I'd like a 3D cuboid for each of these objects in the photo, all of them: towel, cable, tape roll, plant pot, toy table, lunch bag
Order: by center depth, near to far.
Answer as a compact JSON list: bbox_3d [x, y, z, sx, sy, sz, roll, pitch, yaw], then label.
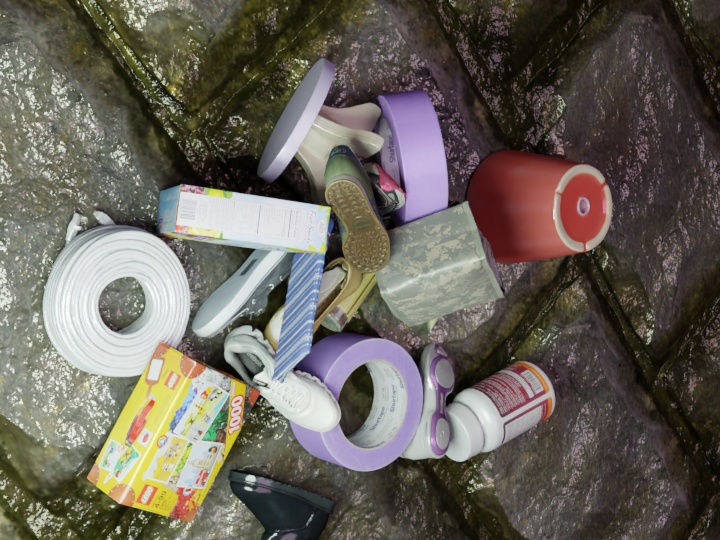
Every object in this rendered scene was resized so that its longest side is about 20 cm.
[{"bbox_3d":[-0.314,0.041,1.452,0.200,0.069,0.201,29,76,-35],"label":"cable"},{"bbox_3d":[-0.075,0.041,1.500,0.024,0.145,0.201,16,63,-15],"label":"towel"},{"bbox_3d":[-0.052,-0.189,1.579,0.117,0.184,0.201,32,79,-18],"label":"toy table"},{"bbox_3d":[0.073,-0.165,1.644,0.065,0.200,0.201,-11,101,-8],"label":"tape roll"},{"bbox_3d":[0.118,0.004,1.646,0.200,0.163,0.118,56,17,-60],"label":"lunch bag"},{"bbox_3d":[-0.006,0.198,1.687,0.199,0.085,0.201,-4,96,-36],"label":"tape roll"},{"bbox_3d":[0.306,-0.105,1.842,0.200,0.177,0.201,-3,94,-37],"label":"plant pot"}]

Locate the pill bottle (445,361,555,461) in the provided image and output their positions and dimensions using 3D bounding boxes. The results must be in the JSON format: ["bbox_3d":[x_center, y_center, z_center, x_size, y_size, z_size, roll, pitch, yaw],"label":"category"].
[{"bbox_3d":[0.221,0.235,1.843,0.200,0.109,0.110,-22,106,-34],"label":"pill bottle"}]

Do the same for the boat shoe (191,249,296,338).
[{"bbox_3d":[-0.156,0.033,1.577,0.066,0.070,0.200,54,56,-25],"label":"boat shoe"}]

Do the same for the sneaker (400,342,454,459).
[{"bbox_3d":[0.095,0.207,1.772,0.075,0.099,0.201,38,48,-37],"label":"sneaker"}]

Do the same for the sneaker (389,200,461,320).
[{"bbox_3d":[0.100,-0.018,1.736,0.075,0.106,0.201,8,88,-37],"label":"sneaker"}]

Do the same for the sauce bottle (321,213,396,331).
[{"bbox_3d":[0.000,0.000,1.690,0.065,0.065,0.200,50,64,-28],"label":"sauce bottle"}]

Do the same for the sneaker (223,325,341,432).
[{"bbox_3d":[-0.114,0.161,1.558,0.200,0.081,0.075,38,96,-3],"label":"sneaker"}]

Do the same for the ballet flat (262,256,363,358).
[{"bbox_3d":[-0.081,0.053,1.602,0.200,0.069,0.063,-46,159,-4],"label":"ballet flat"}]

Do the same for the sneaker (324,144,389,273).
[{"bbox_3d":[-0.004,-0.088,1.507,0.200,0.067,0.090,68,14,-51],"label":"sneaker"}]

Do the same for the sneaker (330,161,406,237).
[{"bbox_3d":[-0.002,-0.092,1.597,0.081,0.200,0.075,48,63,-6],"label":"sneaker"}]

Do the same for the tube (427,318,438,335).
[{"bbox_3d":[0.132,0.005,1.794,0.058,0.052,0.201,20,80,-45],"label":"tube"}]

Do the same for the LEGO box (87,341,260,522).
[{"bbox_3d":[-0.244,0.216,1.470,0.149,0.077,0.201,34,82,-53],"label":"LEGO box"}]

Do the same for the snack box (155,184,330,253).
[{"bbox_3d":[-0.159,-0.065,1.469,0.199,0.169,0.068,6,89,-18],"label":"snack box"}]

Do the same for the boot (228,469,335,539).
[{"bbox_3d":[-0.130,0.391,1.609,0.200,0.076,0.169,30,71,-41],"label":"boot"}]
